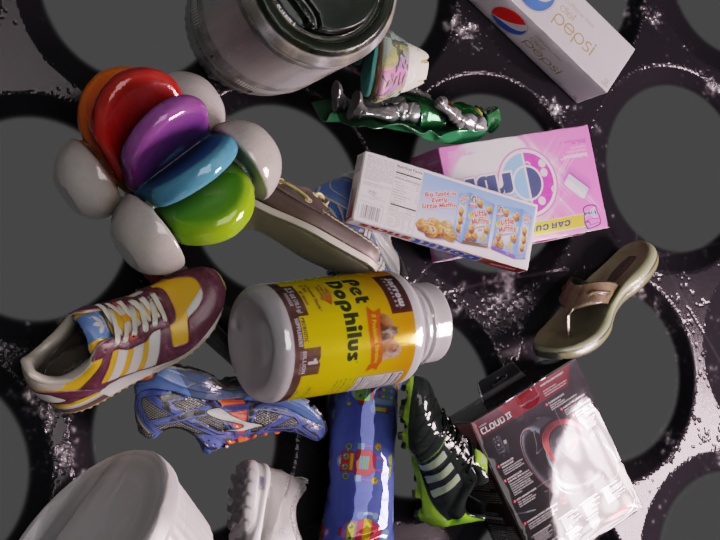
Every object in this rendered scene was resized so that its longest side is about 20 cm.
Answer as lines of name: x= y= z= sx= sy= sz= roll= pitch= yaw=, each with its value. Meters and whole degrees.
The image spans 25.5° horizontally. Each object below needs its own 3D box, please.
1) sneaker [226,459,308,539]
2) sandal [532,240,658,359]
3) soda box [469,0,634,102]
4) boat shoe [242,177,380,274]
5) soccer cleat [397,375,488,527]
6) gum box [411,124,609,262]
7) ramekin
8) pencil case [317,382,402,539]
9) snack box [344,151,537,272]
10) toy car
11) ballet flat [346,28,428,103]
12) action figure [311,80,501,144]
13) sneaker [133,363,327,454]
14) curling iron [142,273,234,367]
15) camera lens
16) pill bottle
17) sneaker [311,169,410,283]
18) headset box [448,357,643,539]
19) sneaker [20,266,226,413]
sneaker: x=-0.086 y=0.285 z=1.524 sx=0.082 sy=0.075 sz=0.201 roll=10 pitch=80 yaw=-23
sandal: x=0.245 y=0.025 z=1.708 sx=0.201 sy=0.080 sz=0.057 roll=-47 pitch=123 yaw=-31
soda box: x=0.199 y=-0.276 z=1.727 sx=0.200 sy=0.064 sz=0.068 roll=40 pitch=69 yaw=-16
boat shoe: x=-0.066 y=-0.057 z=1.546 sx=0.199 sy=0.072 sz=0.060 roll=24 pitch=65 yaw=8
soccer cleat: x=0.083 y=0.177 z=1.572 sx=0.081 sy=0.201 sz=0.068 roll=-4 pitch=41 yaw=10
gum box: x=0.164 y=-0.083 z=1.687 sx=0.199 sy=0.066 sz=0.114 roll=-11 pitch=88 yaw=-26
ramekin: x=-0.218 y=0.263 z=1.405 sx=0.203 sy=0.202 sz=0.094 roll=-52 pitch=119 yaw=-21
pencil case: x=-0.001 y=0.191 z=1.574 sx=0.078 sy=0.087 sz=0.201 roll=4 pitch=81 yaw=1
snack box: x=0.084 y=-0.057 z=1.596 sx=0.199 sy=0.024 sz=0.072 roll=16 pitch=75 yaw=-21
toy car: x=-0.181 y=-0.111 z=1.453 sx=0.175 sy=0.150 sz=0.200 roll=-39 pitch=62 yaw=-19
ballet flat: x=0.027 y=-0.207 z=1.568 sx=0.071 sy=0.200 sz=0.069 roll=12 pitch=105 yaw=-14
action figure: x=0.064 y=-0.162 z=1.637 sx=0.199 sy=0.118 sz=0.055 roll=2 pitch=110 yaw=-35
sneaker: x=-0.128 y=0.140 z=1.531 sx=0.199 sy=0.075 sz=0.079 roll=13 pitch=88 yaw=-16
curling iron: x=-0.155 y=0.034 z=1.507 sx=0.200 sy=0.050 sz=0.026 roll=52 pitch=24 yaw=10
camera lens: x=-0.069 y=-0.257 z=1.521 sx=0.159 sy=0.200 sz=0.161 roll=3 pitch=84 yaw=-25
pill bottle: x=-0.016 y=0.059 z=1.486 sx=0.199 sy=0.109 sz=0.110 roll=-6 pitch=87 yaw=-33
sneaker: x=0.000 y=0.000 z=1.604 sx=0.077 sy=0.076 sz=0.201 roll=-15 pitch=81 yaw=-20
headset box: x=0.185 y=0.195 z=1.664 sx=0.148 sy=0.075 sz=0.201 roll=-29 pitch=97 yaw=-25
sneaker: x=-0.213 y=0.056 z=1.444 sx=0.200 sy=0.090 sz=0.075 roll=-35 pitch=66 yaw=-4
